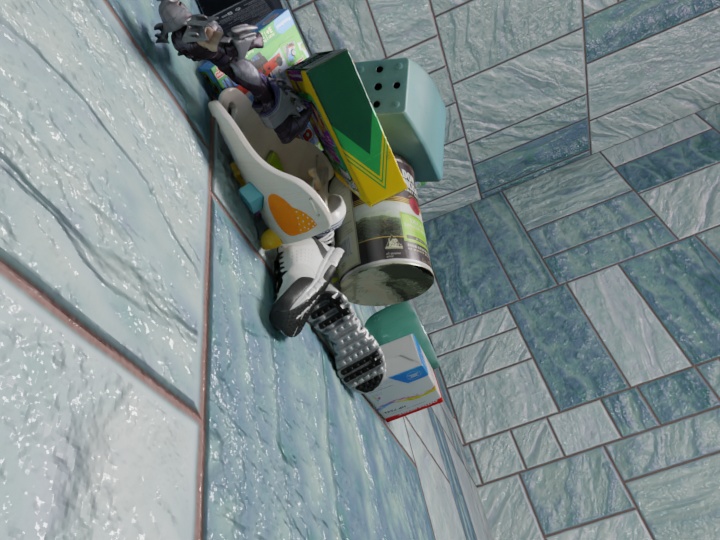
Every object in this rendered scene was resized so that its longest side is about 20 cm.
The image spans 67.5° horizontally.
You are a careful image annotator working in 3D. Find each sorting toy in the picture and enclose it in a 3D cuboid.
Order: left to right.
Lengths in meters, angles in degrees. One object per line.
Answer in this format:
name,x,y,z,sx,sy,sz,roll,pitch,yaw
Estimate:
sorting toy,-0.120,-0.140,0.670,0.180,0.107,0.200,57,12,-23

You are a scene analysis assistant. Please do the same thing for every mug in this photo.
mug,0.078,0.159,1.085,0.152,0.114,0.185,-117,-177,-52

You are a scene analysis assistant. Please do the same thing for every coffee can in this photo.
coffee can,0.028,-0.063,0.854,0.146,0.146,0.200,55,25,-61

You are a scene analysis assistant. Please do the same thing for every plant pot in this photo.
plant pot,0.052,-0.246,0.874,0.200,0.141,0.142,37,56,-69

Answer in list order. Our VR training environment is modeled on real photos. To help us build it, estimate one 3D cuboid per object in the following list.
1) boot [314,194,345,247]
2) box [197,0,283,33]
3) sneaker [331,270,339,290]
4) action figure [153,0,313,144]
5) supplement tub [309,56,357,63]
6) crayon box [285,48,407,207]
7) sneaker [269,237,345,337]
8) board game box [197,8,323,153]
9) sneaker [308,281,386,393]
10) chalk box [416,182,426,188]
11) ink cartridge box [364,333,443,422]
boot,-0.058,-0.060,0.792,0.091,0.073,0.200,69,-12,-19
box,-0.209,-0.481,0.910,0.200,0.107,0.149,-43,111,-81
sneaker,0.000,0.000,0.937,0.200,0.075,0.077,-24,88,-55
action figure,-0.140,-0.227,0.588,0.130,0.069,0.200,36,0,44
supplement tub,-0.081,-0.301,0.924,0.200,0.122,0.123,-29,100,-42
crayon box,-0.024,-0.189,0.697,0.173,0.058,0.200,62,-3,-25
sneaker,-0.081,0.012,0.662,0.080,0.074,0.200,29,23,-3
board game box,-0.119,-0.241,0.777,0.037,0.151,0.200,20,-31,40
sneaker,-0.020,0.096,0.803,0.081,0.075,0.200,-116,-178,-65
chalk box,0.053,-0.219,1.041,0.124,0.200,0.125,44,22,-73
ink cartridge box,0.076,0.206,0.972,0.200,0.116,0.067,59,12,-49
